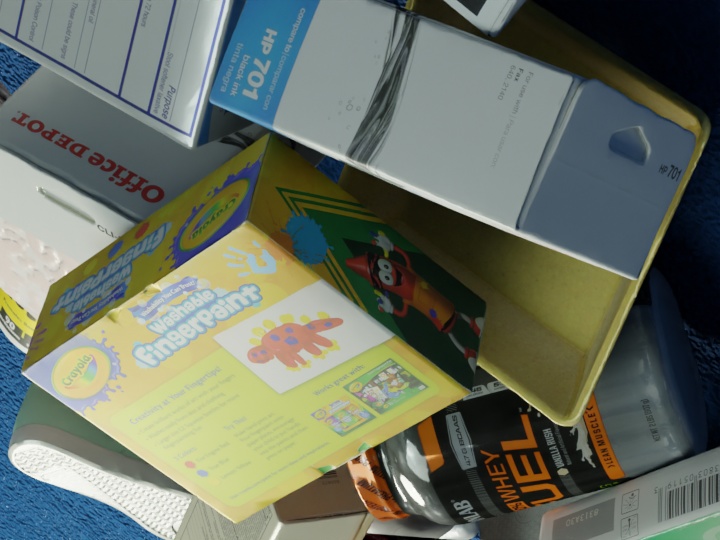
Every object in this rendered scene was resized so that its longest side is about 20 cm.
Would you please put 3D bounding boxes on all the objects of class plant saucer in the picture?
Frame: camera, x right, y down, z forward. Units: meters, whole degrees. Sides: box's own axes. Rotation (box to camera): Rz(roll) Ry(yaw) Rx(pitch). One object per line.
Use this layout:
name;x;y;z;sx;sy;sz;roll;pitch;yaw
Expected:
plant saucer;0.091;-0.050;1.399;0.200;0.048;0.201;37;120;28

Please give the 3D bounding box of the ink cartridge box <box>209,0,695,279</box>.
ink cartridge box;0.047;-0.077;1.293;0.200;0.086;0.146;26;-177;33

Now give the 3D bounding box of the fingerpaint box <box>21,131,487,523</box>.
fingerpaint box;-0.059;0.036;1.406;0.167;0.074;0.200;37;133;-24

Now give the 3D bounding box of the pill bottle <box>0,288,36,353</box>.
pill bottle;-0.195;-0.021;1.798;0.114;0.114;0.200;39;151;6

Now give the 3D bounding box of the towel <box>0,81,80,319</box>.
towel;-0.194;-0.022;1.651;0.191;0.032;0.200;41;151;7

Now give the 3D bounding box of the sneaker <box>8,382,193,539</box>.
sneaker;-0.146;0.116;1.813;0.200;0.119;0.074;27;140;-20

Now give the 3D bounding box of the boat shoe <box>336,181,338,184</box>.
boat shoe;0.000;0.000;1.542;0.068;0.200;0.072;14;116;6

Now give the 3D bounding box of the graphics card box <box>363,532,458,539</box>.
graphics card box;0.099;0.213;1.672;0.199;0.051;0.125;6;-176;-27

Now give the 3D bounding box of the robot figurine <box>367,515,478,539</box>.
robot figurine;0.005;0.140;1.769;0.169;0.113;0.200;34;155;-23

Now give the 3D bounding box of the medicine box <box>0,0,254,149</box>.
medicine box;-0.120;-0.199;1.418;0.200;0.103;0.183;29;121;21

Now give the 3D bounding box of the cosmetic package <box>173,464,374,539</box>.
cosmetic package;-0.061;0.174;1.692;0.200;0.073;0.104;115;143;-50

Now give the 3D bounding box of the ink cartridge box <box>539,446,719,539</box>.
ink cartridge box;0.229;0.173;1.484;0.200;0.050;0.161;31;140;-32

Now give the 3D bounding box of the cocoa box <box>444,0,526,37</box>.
cocoa box;0.041;-0.241;1.204;0.200;0.131;0.133;40;151;4

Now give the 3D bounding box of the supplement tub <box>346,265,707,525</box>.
supplement tub;0.094;0.077;1.486;0.199;0.123;0.123;-16;124;15

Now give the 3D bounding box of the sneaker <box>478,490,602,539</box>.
sneaker;0.168;0.167;1.617;0.099;0.071;0.200;22;159;-37

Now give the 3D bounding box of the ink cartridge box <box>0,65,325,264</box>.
ink cartridge box;-0.109;-0.090;1.515;0.144;0.200;0.084;28;148;23
